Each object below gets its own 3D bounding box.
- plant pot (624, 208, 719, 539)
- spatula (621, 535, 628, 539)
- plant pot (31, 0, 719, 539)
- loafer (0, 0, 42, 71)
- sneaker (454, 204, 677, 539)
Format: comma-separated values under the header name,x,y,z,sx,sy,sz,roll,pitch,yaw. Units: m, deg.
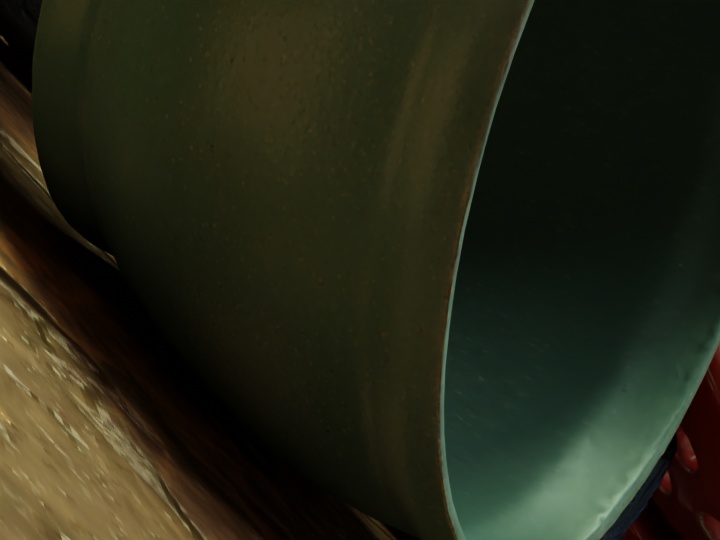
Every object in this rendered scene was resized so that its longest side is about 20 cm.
name,x,y,z,sx,sy,sz,roll,pitch,yaw
plant pot,0.167,0.024,0.711,0.200,0.200,0.183,47,-20,4
spatula,0.027,0.049,0.773,0.200,0.021,0.056,34,-9,-28
plant pot,0.010,-0.043,0.538,0.134,0.201,0.200,19,-9,25
loafer,-0.084,-0.076,0.758,0.200,0.072,0.063,48,-33,-15
sneaker,0.011,0.004,0.660,0.200,0.089,0.079,46,2,11
